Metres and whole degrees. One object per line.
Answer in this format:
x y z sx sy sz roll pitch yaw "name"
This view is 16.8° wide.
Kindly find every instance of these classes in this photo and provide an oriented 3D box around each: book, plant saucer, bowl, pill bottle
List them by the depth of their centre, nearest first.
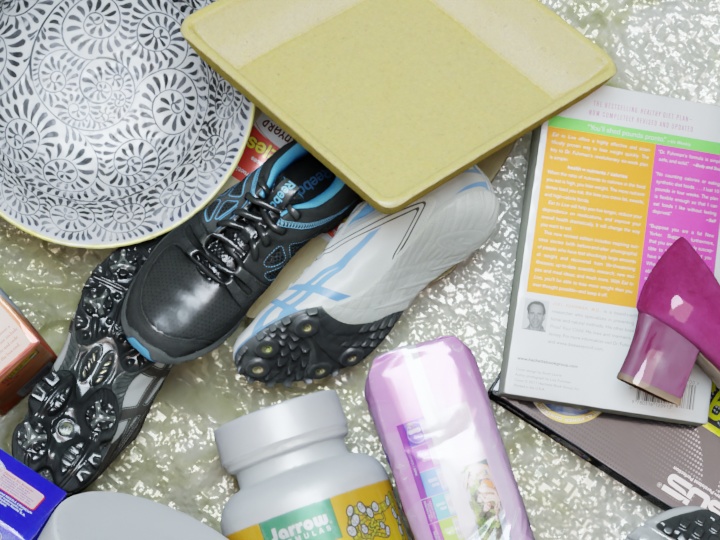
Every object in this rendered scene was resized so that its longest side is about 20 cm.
0.022 -0.122 1.507 0.199 0.049 0.200 -31 57 -29 "plant saucer"
-0.022 0.182 1.527 0.112 0.113 0.202 -18 83 -3 "pill bottle"
0.166 -0.011 1.545 0.132 0.048 0.202 9 83 -4 "book"
-0.169 -0.121 1.562 0.199 0.094 0.203 -2 100 -9 "bowl"

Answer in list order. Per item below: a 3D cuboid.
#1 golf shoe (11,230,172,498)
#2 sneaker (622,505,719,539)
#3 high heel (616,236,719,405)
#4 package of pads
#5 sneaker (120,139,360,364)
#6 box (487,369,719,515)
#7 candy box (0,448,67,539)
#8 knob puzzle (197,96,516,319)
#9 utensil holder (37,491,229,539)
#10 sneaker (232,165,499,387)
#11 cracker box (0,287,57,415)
-0.157 0.059 1.557 0.077 0.095 0.201 33 69 6 "golf shoe"
0.167 0.235 1.538 0.075 0.081 0.201 35 87 17 "sneaker"
0.258 0.059 1.508 0.199 0.067 0.097 23 88 -19 "high heel"
0.063 0.144 1.528 0.075 0.121 0.202 -19 83 2 "package of pads"
-0.072 -0.026 1.513 0.073 0.082 0.200 41 66 6 "sneaker"
0.206 0.066 1.579 0.199 0.044 0.161 33 82 3 "box"
-0.299 0.178 1.498 0.168 0.077 0.201 33 114 2 "candy box"
-0.021 -0.054 1.598 0.217 0.030 0.222 0 83 1 "knob puzzle"
-0.154 0.258 1.453 0.169 0.170 0.201 29 108 3 "utensil holder"
0.000 0.000 1.550 0.200 0.072 0.073 -38 43 5 "sneaker"
-0.277 -0.005 1.536 0.058 0.134 0.200 -42 86 -6 "cracker box"
